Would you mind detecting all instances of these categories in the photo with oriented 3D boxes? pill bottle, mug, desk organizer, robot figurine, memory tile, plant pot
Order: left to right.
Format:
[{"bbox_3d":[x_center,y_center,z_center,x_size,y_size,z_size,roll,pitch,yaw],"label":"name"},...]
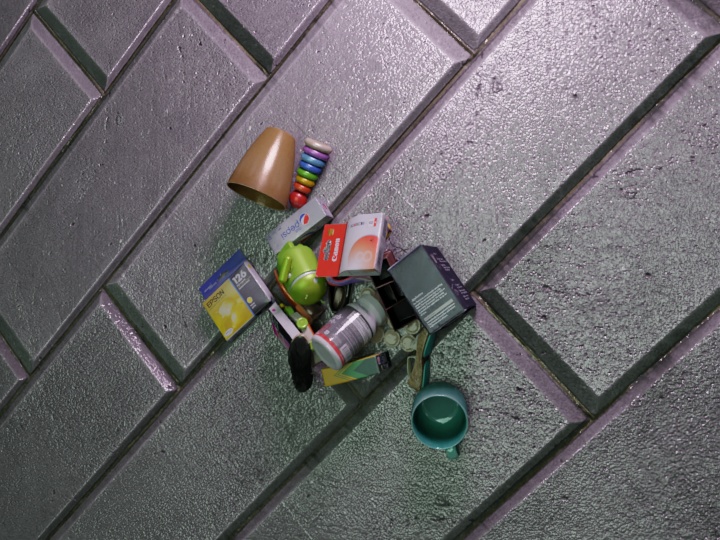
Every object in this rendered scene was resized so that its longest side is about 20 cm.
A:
[{"bbox_3d":[-0.267,-0.305,1.804,0.183,0.186,0.203,18,82,17],"label":"plant pot"},{"bbox_3d":[-0.165,0.012,1.758,0.116,0.174,0.202,-46,53,24],"label":"robot figurine"},{"bbox_3d":[-0.029,0.163,1.684,0.116,0.116,0.200,42,65,14],"label":"pill bottle"},{"bbox_3d":[0.078,0.136,1.758,0.196,0.017,0.156,13,94,19],"label":"memory tile"},{"bbox_3d":[0.087,0.055,1.678,0.071,0.077,0.203,-22,99,16],"label":"desk organizer"},{"bbox_3d":[0.207,0.391,1.655,0.149,0.115,0.188,13,107,4],"label":"mug"}]

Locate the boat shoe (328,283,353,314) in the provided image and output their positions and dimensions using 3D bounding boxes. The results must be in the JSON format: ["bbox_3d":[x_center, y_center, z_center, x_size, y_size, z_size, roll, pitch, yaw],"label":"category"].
[{"bbox_3d":[-0.057,0.024,1.778,0.070,0.067,0.204,5,90,21],"label":"boat shoe"}]

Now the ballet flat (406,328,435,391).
[{"bbox_3d":[0.160,0.231,1.696,0.064,0.070,0.204,13,99,26],"label":"ballet flat"}]

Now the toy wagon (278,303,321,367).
[{"bbox_3d":[-0.172,0.178,1.780,0.039,0.155,0.202,-24,79,-23],"label":"toy wagon"}]

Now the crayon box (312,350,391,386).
[{"bbox_3d":[-0.023,0.277,1.734,0.197,0.127,0.052,-17,85,19],"label":"crayon box"}]

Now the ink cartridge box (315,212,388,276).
[{"bbox_3d":[-0.030,-0.068,1.655,0.196,0.050,0.165,-1,66,24],"label":"ink cartridge box"}]

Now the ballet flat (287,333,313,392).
[{"bbox_3d":[-0.163,0.249,1.712,0.065,0.057,0.203,8,125,8],"label":"ballet flat"}]

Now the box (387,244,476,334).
[{"bbox_3d":[0.191,0.046,1.626,0.117,0.196,0.202,-36,79,16],"label":"box"}]

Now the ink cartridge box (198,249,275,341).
[{"bbox_3d":[-0.388,0.074,1.901,0.197,0.047,0.201,-41,80,15],"label":"ink cartridge box"}]

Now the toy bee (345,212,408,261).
[{"bbox_3d":[0.044,-0.115,1.724,0.196,0.110,0.132,6,47,2],"label":"toy bee"}]

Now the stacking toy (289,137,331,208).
[{"bbox_3d":[-0.153,-0.276,1.810,0.084,0.085,0.203,25,103,17],"label":"stacking toy"}]

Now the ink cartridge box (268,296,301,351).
[{"bbox_3d":[-0.218,0.168,1.779,0.037,0.096,0.200,-23,44,-21],"label":"ink cartridge box"}]

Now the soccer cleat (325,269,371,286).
[{"bbox_3d":[0.000,0.000,1.725,0.196,0.076,0.068,-13,84,-9],"label":"soccer cleat"}]

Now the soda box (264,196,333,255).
[{"bbox_3d":[-0.179,-0.127,1.820,0.199,0.063,0.069,-36,77,15],"label":"soda box"}]

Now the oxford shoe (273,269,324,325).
[{"bbox_3d":[-0.183,0.067,1.830,0.072,0.071,0.201,-35,75,-13],"label":"oxford shoe"}]
